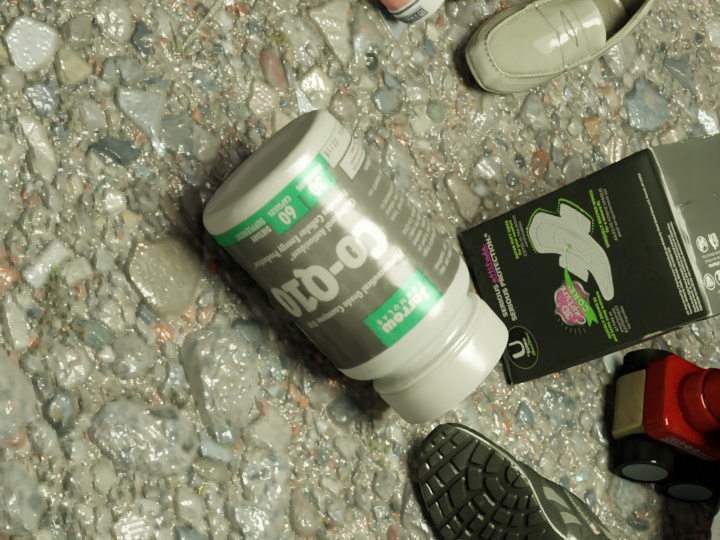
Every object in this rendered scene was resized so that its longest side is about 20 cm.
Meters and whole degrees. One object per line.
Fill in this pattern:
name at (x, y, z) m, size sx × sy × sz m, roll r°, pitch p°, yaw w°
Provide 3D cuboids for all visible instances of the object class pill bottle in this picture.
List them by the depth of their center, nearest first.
pill bottle at (0.000, 0.000, 1.167) m, size 0.200 × 0.113 × 0.113 m, roll 46°, pitch 51°, yaw -15°

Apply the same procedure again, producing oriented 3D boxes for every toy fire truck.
toy fire truck at (0.314, 0.096, 1.327) m, size 0.176 × 0.200 × 0.129 m, roll 26°, pitch 59°, yaw -29°

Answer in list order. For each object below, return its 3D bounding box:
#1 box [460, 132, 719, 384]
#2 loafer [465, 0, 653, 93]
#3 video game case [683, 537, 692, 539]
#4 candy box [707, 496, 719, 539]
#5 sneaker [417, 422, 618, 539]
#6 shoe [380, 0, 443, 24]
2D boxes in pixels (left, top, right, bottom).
box at (0.202, -0.011, 1.277) m, size 0.148 × 0.200 × 0.125 m, roll -14°, pitch 83°, yaw -42°
loafer at (0.160, -0.193, 1.399) m, size 0.200 × 0.070 × 0.070 m, roll -31°, pitch 94°, yaw -42°
video game case at (0.232, 0.262, 1.250) m, size 0.200 × 0.143 × 0.019 m, roll -19°, pitch 124°, yaw -42°
candy box at (0.354, 0.147, 1.269) m, size 0.167 × 0.072 × 0.200 m, roll 5°, pitch 108°, yaw -25°
sneaker at (0.120, 0.178, 1.241) m, size 0.200 × 0.076 × 0.088 m, roll 44°, pitch 19°, yaw -5°
shoe at (0.045, -0.289, 1.341) m, size 0.091 × 0.071 × 0.200 m, roll 39°, pitch 57°, yaw -27°
